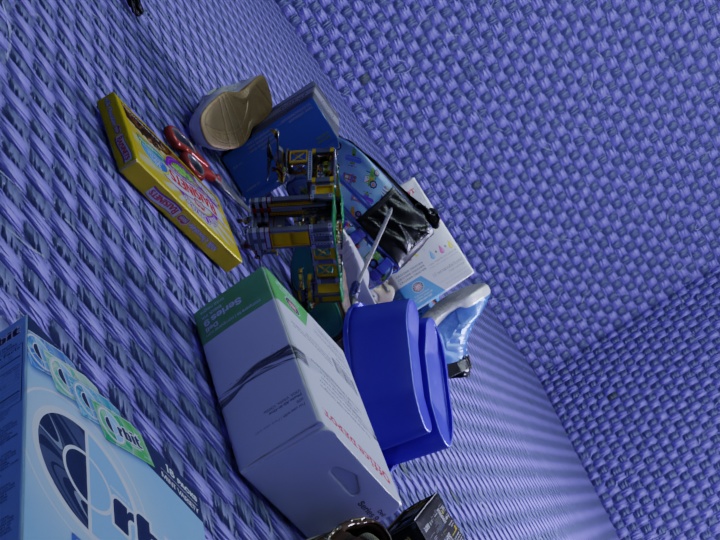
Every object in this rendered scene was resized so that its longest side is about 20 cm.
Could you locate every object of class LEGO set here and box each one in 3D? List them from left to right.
[{"bbox_3d":[-0.083,-0.055,1.678,0.154,0.116,0.200,82,6,-54],"label":"LEGO set"}]

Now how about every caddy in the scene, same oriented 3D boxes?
[{"bbox_3d":[0.033,0.128,1.626,0.141,0.105,0.200,44,36,-58],"label":"caddy"}]

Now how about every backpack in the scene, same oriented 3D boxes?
[{"bbox_3d":[-0.019,-0.083,1.935,0.200,0.135,0.183,46,-18,-12],"label":"backpack"}]

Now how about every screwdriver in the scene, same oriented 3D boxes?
[{"bbox_3d":[0.000,0.000,1.800,0.029,0.200,0.028,29,-25,-21],"label":"screwdriver"}]

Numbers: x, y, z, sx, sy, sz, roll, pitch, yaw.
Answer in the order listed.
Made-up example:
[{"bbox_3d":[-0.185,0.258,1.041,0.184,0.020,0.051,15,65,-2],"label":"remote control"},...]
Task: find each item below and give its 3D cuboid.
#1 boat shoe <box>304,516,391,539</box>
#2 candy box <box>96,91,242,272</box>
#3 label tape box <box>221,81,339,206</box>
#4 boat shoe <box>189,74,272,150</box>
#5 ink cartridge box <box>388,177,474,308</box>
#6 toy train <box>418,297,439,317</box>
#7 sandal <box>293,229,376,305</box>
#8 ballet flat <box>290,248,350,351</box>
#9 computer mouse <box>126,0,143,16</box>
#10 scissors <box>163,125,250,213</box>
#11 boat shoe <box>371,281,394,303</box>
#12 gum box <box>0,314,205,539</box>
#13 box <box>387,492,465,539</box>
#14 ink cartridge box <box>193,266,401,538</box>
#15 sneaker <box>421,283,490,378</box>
[{"bbox_3d":[-0.015,0.226,1.088,0.075,0.075,0.202,58,8,1],"label":"boat shoe"},{"bbox_3d":[-0.188,-0.085,1.422,0.200,0.026,0.102,48,16,-51],"label":"candy box"},{"bbox_3d":[-0.102,-0.166,1.834,0.063,0.144,0.200,55,8,-15],"label":"label tape box"},{"bbox_3d":[-0.176,-0.193,1.794,0.200,0.069,0.071,-46,127,-63],"label":"boat shoe"},{"bbox_3d":[0.052,-0.036,2.185,0.200,0.128,0.125,57,-23,2],"label":"ink cartridge box"},{"bbox_3d":[0.095,0.069,2.378,0.200,0.087,0.114,36,31,-73],"label":"toy train"},{"bbox_3d":[-0.022,0.024,1.851,0.059,0.079,0.207,-78,144,-72],"label":"sandal"},{"bbox_3d":[-0.042,0.037,1.732,0.200,0.068,0.067,-100,162,-45],"label":"ballet flat"},{"bbox_3d":[-0.325,-0.410,1.860,0.059,0.034,0.200,79,-11,-63],"label":"computer mouse"},{"bbox_3d":[-0.175,-0.117,1.666,0.073,0.014,0.200,58,9,18],"label":"scissors"},{"bbox_3d":[0.018,0.036,2.073,0.200,0.065,0.072,54,9,-25],"label":"boat shoe"},{"bbox_3d":[-0.141,0.142,0.757,0.170,0.045,0.200,52,10,-32],"label":"gum box"},{"bbox_3d":[0.089,0.319,1.470,0.160,0.049,0.200,61,8,5],"label":"box"},{"bbox_3d":[-0.056,0.118,1.224,0.146,0.084,0.200,51,10,-41],"label":"ink cartridge box"},{"bbox_3d":[0.148,0.109,2.247,0.077,0.200,0.111,-11,-68,51],"label":"sneaker"}]
